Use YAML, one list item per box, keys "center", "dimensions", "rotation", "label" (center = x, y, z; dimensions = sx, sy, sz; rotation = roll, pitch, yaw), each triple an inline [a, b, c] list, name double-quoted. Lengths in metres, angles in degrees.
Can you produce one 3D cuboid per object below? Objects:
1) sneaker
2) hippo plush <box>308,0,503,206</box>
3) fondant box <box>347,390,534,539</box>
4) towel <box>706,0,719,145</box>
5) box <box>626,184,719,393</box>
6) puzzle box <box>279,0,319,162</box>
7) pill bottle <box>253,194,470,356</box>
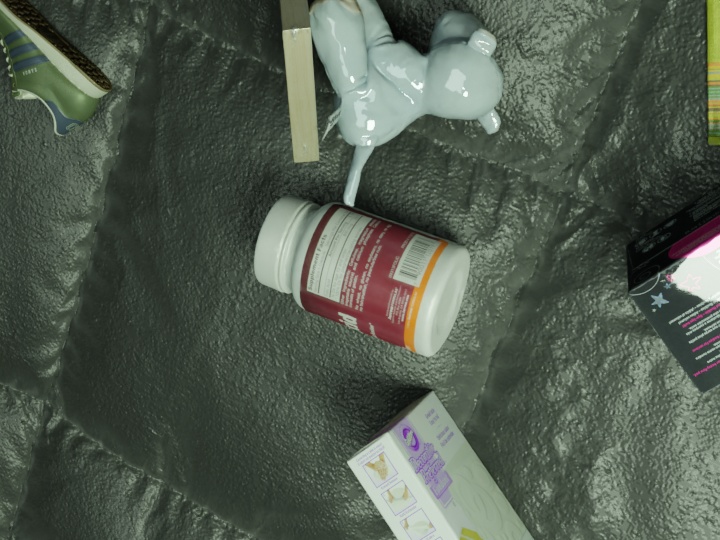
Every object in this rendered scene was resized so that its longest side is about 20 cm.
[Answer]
- center: [-0.381, -0.238, 1.135]
  dimensions: [0.200, 0.067, 0.090]
  rotation: [43, 106, 7]
  label: "sneaker"
- center: [0.048, -0.194, 0.912]
  dimensions: [0.158, 0.202, 0.161]
  rotation: [-10, 127, 13]
  label: "hippo plush"
- center: [0.087, 0.235, 0.983]
  dimensions: [0.058, 0.144, 0.201]
  rotation: [-38, 84, 23]
  label: "fondant box"
- center: [0.347, -0.212, 0.871]
  dimensions: [0.085, 0.018, 0.204]
  rotation: [-1, 98, 22]
  label: "towel"
- center: [0.339, -0.012, 0.840]
  dimensions: [0.199, 0.132, 0.115]
  rotation: [-35, 98, 23]
  label: "box"
- center: [-0.060, -0.213, 0.924]
  dimensions: [0.025, 0.202, 0.135]
  rotation: [-5, 131, -3]
  label: "puzzle box"
- center: [0.000, 0.000, 0.996]
  dimensions: [0.197, 0.114, 0.116]
  rotation: [20, 106, 18]
  label: "pill bottle"
